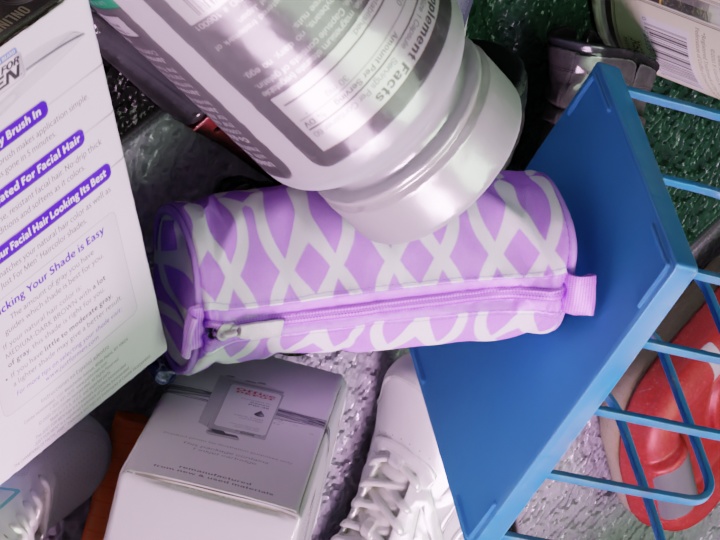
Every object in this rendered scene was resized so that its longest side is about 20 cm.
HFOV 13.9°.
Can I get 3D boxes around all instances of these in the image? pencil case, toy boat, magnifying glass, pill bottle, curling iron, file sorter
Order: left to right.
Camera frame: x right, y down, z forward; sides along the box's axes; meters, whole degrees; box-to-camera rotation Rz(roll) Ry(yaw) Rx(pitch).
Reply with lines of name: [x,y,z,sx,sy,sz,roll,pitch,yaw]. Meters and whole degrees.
magnifying glass: [-0.130,0.165,1.380,0.080,0.022,0.201,-116,-140,-82]
curling iron: [-0.076,-0.064,1.337,0.050,0.025,0.200,-59,145,-13]
pill bottle: [-0.027,-0.106,1.247,0.200,0.113,0.113,44,74,-32]
pencil case: [0.000,0.000,1.344,0.199,0.086,0.084,-8,113,-17]
file sorter: [0.133,0.028,1.428,0.122,0.139,0.200,12,130,-27]
toy boat: [0.243,0.075,1.750,0.200,0.130,0.131,-46,142,-25]

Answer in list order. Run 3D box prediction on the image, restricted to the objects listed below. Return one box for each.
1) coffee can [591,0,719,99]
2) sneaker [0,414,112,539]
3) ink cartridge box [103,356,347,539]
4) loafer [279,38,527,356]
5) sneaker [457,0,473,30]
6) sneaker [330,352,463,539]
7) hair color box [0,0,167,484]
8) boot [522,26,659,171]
coffee can: [0.244,-0.146,1.556,0.146,0.200,0.147,-31,133,-39]
sneaker: [-0.169,0.117,1.278,0.200,0.080,0.071,-26,129,-48]
ink cartridge box: [-0.069,0.133,1.339,0.200,0.082,0.147,-69,173,-74]
loafer: [0.020,-0.024,1.452,0.200,0.073,0.072,-46,146,-24]
sneaker: [0.020,-0.149,1.337,0.146,0.077,0.203,66,45,-74]
sneaker: [0.022,0.138,1.549,0.099,0.078,0.201,-26,129,-38]
hair color box: [-0.154,-0.021,1.230,0.109,0.065,0.201,-39,140,-31]
boot: [0.135,-0.053,1.575,0.200,0.070,0.132,27,78,-72]
